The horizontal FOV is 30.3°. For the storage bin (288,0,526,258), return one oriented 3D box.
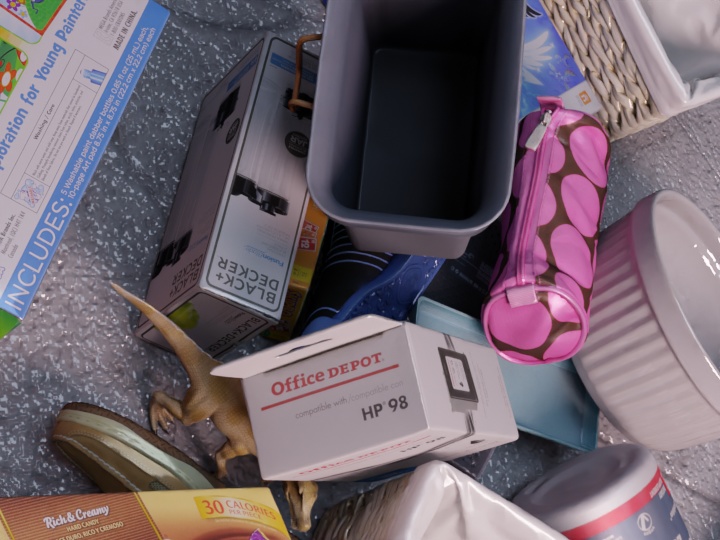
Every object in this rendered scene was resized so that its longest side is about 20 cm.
[{"bbox_3d":[0.028,-0.103,0.875,0.144,0.134,0.202,5,73,3],"label":"storage bin"}]

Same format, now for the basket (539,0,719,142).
[{"bbox_3d":[0.244,-0.225,1.176,0.135,0.123,0.201,-22,84,-35],"label":"basket"}]

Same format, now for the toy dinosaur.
[{"bbox_3d":[-0.094,0.081,0.865,0.200,0.101,0.058,51,55,-6],"label":"toy dinosaur"}]

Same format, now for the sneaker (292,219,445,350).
[{"bbox_3d":[0.000,0.000,0.954,0.200,0.077,0.070,-50,145,-29],"label":"sneaker"}]

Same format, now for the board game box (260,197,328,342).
[{"bbox_3d":[-0.031,-0.056,0.958,0.030,0.096,0.201,14,63,-5],"label":"board game box"}]

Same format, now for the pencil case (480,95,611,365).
[{"bbox_3d":[0.138,-0.032,0.997,0.090,0.094,0.201,2,52,12],"label":"pencil case"}]

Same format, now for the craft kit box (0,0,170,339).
[{"bbox_3d":[-0.218,-0.099,0.650,0.197,0.048,0.201,33,58,-21],"label":"craft kit box"}]

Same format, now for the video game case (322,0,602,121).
[{"bbox_3d":[0.089,-0.182,1.112,0.181,0.045,0.201,-32,91,-37],"label":"video game case"}]

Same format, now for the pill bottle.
[{"bbox_3d":[0.200,0.242,0.978,0.119,0.119,0.201,-30,96,-36],"label":"pill bottle"}]

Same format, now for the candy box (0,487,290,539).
[{"bbox_3d":[-0.116,0.182,0.721,0.199,0.056,0.117,10,45,-47],"label":"candy box"}]

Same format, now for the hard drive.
[{"bbox_3d":[0.068,0.046,1.017,0.134,0.042,0.201,35,59,-17],"label":"hard drive"}]

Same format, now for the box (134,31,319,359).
[{"bbox_3d":[-0.084,-0.048,0.911,0.060,0.116,0.202,24,63,-23],"label":"box"}]

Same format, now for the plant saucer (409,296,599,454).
[{"bbox_3d":[0.108,0.082,0.992,0.199,0.019,0.071,23,66,-35],"label":"plant saucer"}]

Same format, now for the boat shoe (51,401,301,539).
[{"bbox_3d":[-0.120,0.163,0.844,0.200,0.072,0.076,37,69,-15],"label":"boat shoe"}]

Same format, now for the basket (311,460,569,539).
[{"bbox_3d":[0.050,0.261,0.855,0.199,0.161,0.199,35,58,-18],"label":"basket"}]

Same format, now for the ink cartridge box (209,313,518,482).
[{"bbox_3d":[0.007,0.085,0.819,0.200,0.115,0.067,19,55,-63],"label":"ink cartridge box"}]

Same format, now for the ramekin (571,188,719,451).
[{"bbox_3d":[0.243,0.047,1.055,0.200,0.105,0.201,36,38,-34],"label":"ramekin"}]
